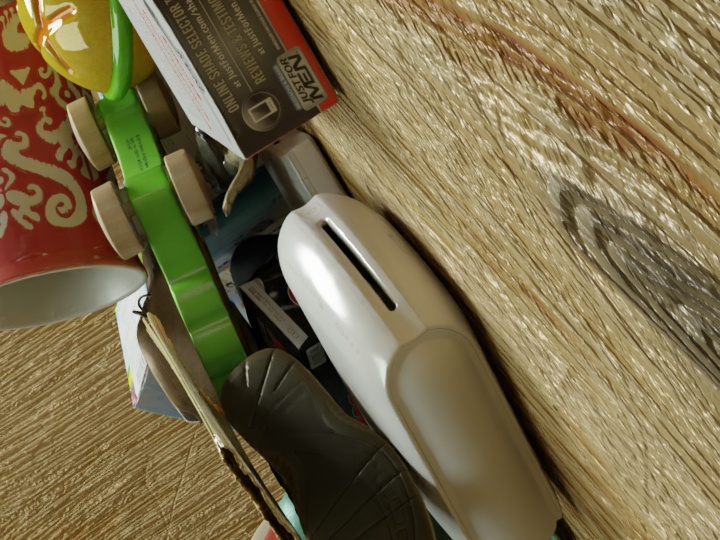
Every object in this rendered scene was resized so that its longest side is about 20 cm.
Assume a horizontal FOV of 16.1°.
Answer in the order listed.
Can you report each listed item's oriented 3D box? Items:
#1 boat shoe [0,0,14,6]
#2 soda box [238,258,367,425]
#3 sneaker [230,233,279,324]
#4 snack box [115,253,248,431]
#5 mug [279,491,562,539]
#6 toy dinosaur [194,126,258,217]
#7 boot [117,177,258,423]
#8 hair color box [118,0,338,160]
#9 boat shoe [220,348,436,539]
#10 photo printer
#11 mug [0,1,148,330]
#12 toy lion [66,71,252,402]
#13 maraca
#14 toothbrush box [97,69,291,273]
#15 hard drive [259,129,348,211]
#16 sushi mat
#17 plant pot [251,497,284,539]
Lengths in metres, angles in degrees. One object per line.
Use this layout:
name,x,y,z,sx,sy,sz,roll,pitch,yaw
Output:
boat shoe,-0.220,-0.250,1.556,0.072,0.072,0.201,36,-139,-31
soda box,-0.017,0.070,1.615,0.071,0.063,0.200,44,161,34
sneaker,-0.050,0.011,1.756,0.112,0.073,0.200,36,-177,-45
snack box,-0.089,0.054,1.880,0.168,0.068,0.200,13,-164,-15
mug,0.045,0.178,1.582,0.186,0.152,0.114,64,178,-20
toy dinosaur,-0.083,-0.085,1.575,0.200,0.047,0.089,-126,26,-84
boot,-0.130,0.015,1.723,0.200,0.075,0.074,59,-179,29
hair color box,-0.081,-0.131,1.399,0.111,0.064,0.200,60,175,-14
boat shoe,-0.008,0.123,1.462,0.201,0.072,0.066,47,-178,39
photo printer,0.029,0.056,1.450,0.166,0.069,0.200,50,171,50
mug,-0.248,-0.069,1.701,0.133,0.177,0.201,30,-135,-71
toy lion,-0.110,-0.006,1.609,0.200,0.068,0.192,-115,1,-58
maraca,-0.169,-0.195,1.609,0.200,0.107,0.137,-111,22,-44
toothbrush box,-0.119,-0.094,1.818,0.147,0.085,0.200,56,173,12
hard drive,0.000,0.000,1.622,0.200,0.026,0.132,59,174,-12
sushi mat,-0.081,0.097,1.498,0.096,0.012,0.200,56,178,-28
plant pot,0.025,0.231,1.739,0.178,0.200,0.200,54,176,-22
